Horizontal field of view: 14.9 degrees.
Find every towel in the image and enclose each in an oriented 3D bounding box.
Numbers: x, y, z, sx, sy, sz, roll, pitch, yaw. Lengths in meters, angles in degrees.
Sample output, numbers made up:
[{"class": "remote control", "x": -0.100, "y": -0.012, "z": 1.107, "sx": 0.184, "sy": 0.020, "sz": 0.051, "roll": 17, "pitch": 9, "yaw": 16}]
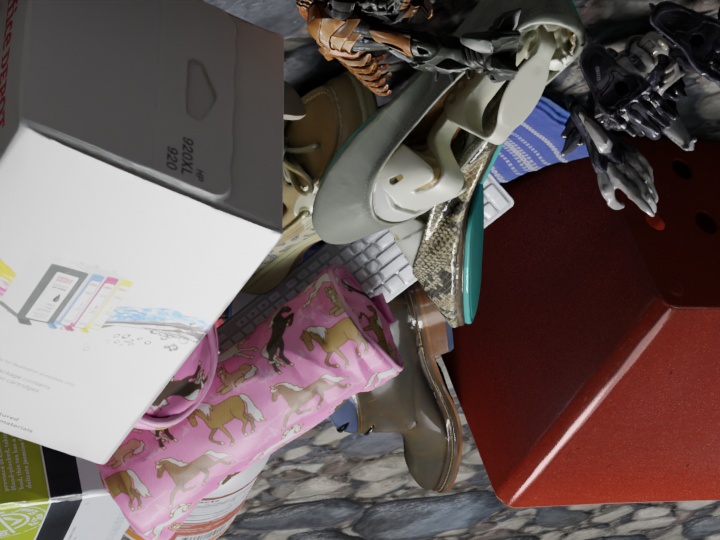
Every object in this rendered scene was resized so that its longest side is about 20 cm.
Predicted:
[{"class": "towel", "x": 0.037, "y": -0.066, "z": 1.695, "sx": 0.199, "sy": 0.024, "sz": 0.145, "roll": -22, "pitch": 157, "yaw": 23}]

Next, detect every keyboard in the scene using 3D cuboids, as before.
[{"class": "keyboard", "x": 0.000, "y": 0.000, "z": 1.682, "sx": 0.200, "sy": 0.011, "sz": 0.056, "roll": -38, "pitch": 111, "yaw": 12}]

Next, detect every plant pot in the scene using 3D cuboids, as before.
[{"class": "plant pot", "x": 0.179, "y": 0.019, "z": 1.790, "sx": 0.199, "sy": 0.201, "sz": 0.176, "roll": 1, "pitch": 143, "yaw": -34}]

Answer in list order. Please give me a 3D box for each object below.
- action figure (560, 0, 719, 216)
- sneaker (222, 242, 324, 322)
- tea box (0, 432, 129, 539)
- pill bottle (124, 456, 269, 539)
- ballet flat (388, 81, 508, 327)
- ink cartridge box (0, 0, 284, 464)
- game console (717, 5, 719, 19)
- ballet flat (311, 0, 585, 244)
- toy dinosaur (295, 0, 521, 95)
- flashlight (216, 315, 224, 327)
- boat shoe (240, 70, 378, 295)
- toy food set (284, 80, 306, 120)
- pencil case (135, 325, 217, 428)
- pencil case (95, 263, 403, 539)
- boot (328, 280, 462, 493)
[{"class": "action figure", "x": 0.171, "y": -0.090, "z": 1.552, "sx": 0.119, "sy": 0.102, "sz": 0.200, "roll": -36, "pitch": 174, "yaw": 2}, {"class": "sneaker", "x": -0.022, "y": 0.018, "z": 1.786, "sx": 0.072, "sy": 0.072, "sz": 0.200, "roll": 16, "pitch": -176, "yaw": 30}, {"class": "tea box", "x": -0.261, "y": 0.130, "z": 1.865, "sx": 0.196, "sy": 0.134, "sz": 0.200, "roll": -6, "pitch": 159, "yaw": -17}, {"class": "pill bottle", "x": -0.120, "y": 0.119, "z": 1.956, "sx": 0.111, "sy": 0.113, "sz": 0.200, "roll": -7, "pitch": 158, "yaw": -17}, {"class": "ballet flat", "x": 0.049, "y": -0.056, "z": 1.616, "sx": 0.075, "sy": 0.068, "sz": 0.201, "roll": 14, "pitch": 130, "yaw": 3}, {"class": "ink cartridge box", "x": -0.145, "y": -0.034, "z": 1.383, "sx": 0.144, "sy": 0.148, "sz": 0.200, "roll": 21, "pitch": 131, "yaw": -22}, {"class": "game console", "x": 0.324, "y": -0.153, "z": 1.647, "sx": 0.175, "sy": 0.117, "sz": 0.200, "roll": 12, "pitch": 168, "yaw": 22}, {"class": "ballet flat", "x": 0.047, "y": -0.077, "z": 1.512, "sx": 0.067, "sy": 0.064, "sz": 0.200, "roll": 22, "pitch": 115, "yaw": -44}, {"class": "toy dinosaur", "x": 0.015, "y": -0.149, "z": 1.410, "sx": 0.135, "sy": 0.103, "sz": 0.200, "roll": 3, "pitch": 177, "yaw": 0}, {"class": "flashlight", "x": -0.100, "y": 0.018, "z": 1.779, "sx": 0.068, "sy": 0.068, "sz": 0.200, "roll": 21, "pitch": 164, "yaw": 19}, {"class": "boat shoe", "x": -0.050, "y": -0.046, "z": 1.607, "sx": 0.062, "sy": 0.074, "sz": 0.200, "roll": 2, "pitch": 146, "yaw": -29}, {"class": "toy food set", "x": -0.142, "y": -0.057, "z": 1.554, "sx": 0.143, "sy": 0.061, "sz": 0.200, "roll": 5, "pitch": 153, "yaw": -39}, {"class": "pencil case", "x": -0.173, "y": 0.045, "z": 1.650, "sx": 0.086, "sy": 0.083, "sz": 0.199, "roll": 4, "pitch": -178, "yaw": -39}, {"class": "pencil case", "x": -0.067, "y": 0.080, "z": 1.660, "sx": 0.200, "sy": 0.087, "sz": 0.083, "roll": -36, "pitch": 121, "yaw": 10}, {"class": "boot", "x": 0.010, "y": 0.077, "z": 1.780, "sx": 0.096, "sy": 0.075, "sz": 0.201, "roll": -15, "pitch": 133, "yaw": -9}]
